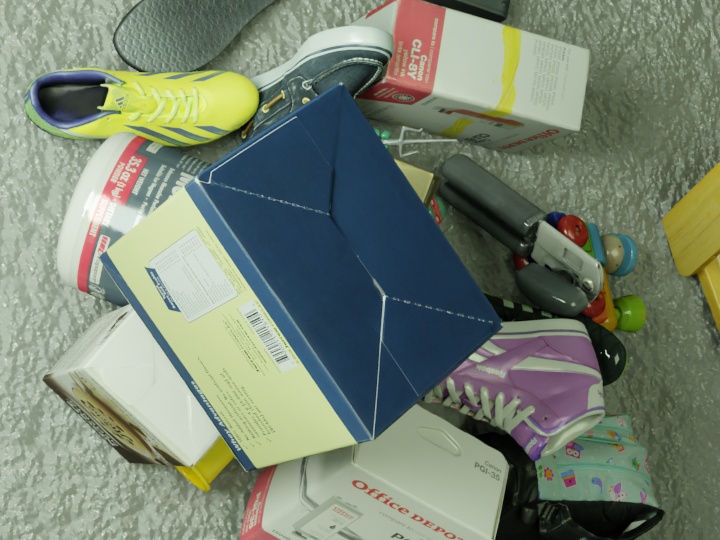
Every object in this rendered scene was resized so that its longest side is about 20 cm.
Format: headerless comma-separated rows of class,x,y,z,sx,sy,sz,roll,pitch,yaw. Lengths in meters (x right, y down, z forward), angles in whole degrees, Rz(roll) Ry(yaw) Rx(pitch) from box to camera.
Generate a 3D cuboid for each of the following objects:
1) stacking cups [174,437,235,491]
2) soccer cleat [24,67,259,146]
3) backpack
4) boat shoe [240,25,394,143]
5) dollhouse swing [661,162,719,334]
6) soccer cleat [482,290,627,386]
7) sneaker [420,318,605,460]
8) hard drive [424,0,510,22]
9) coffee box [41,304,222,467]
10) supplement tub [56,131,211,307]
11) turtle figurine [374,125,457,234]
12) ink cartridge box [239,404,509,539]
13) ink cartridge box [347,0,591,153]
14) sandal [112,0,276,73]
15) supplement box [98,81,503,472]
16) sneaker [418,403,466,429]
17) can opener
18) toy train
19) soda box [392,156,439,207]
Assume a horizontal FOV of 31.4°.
stacking cups,-0.092,0.103,1.149,0.061,0.060,0.200,46,70,-12
soccer cleat,-0.186,-0.142,1.095,0.199,0.084,0.065,-2,86,-4
backpack,0.183,0.201,1.194,0.199,0.167,0.127,3,68,-27
boat shoe,-0.039,-0.138,1.109,0.071,0.200,0.091,10,72,-34
dollhouse swing,0.448,-0.030,1.313,0.199,0.182,0.176,-19,72,-22
soccer cleat,0.147,0.061,1.173,0.081,0.200,0.068,8,98,-51
sneaker,0.107,0.104,1.066,0.200,0.073,0.115,-7,58,-5
hard drive,0.098,-0.361,1.269,0.139,0.033,0.201,15,81,-19
coffee box,-0.178,0.094,1.040,0.113,0.200,0.080,45,69,-11
supplement tub,-0.138,-0.020,1.073,0.199,0.140,0.141,21,78,0
turtle figurine,0.009,-0.040,1.176,0.199,0.101,0.150,-18,74,-4
ink cartridge box,0.009,0.199,1.097,0.146,0.200,0.083,31,48,-15
ink cartridge box,0.092,-0.177,1.192,0.199,0.145,0.084,11,83,-20
sandal,-0.140,-0.235,1.170,0.200,0.043,0.076,-37,106,-29
supplement box,-0.048,0.014,0.894,0.134,0.200,0.200,-37,96,-31
sneaker,0.060,0.102,1.188,0.099,0.078,0.201,-4,115,-35
can opener,0.139,-0.032,1.189,0.067,0.053,0.200,-33,57,-30
toy train,0.230,0.046,1.244,0.115,0.085,0.201,4,64,-34
soda box,0.000,0.000,1.098,0.068,0.064,0.201,21,94,6
